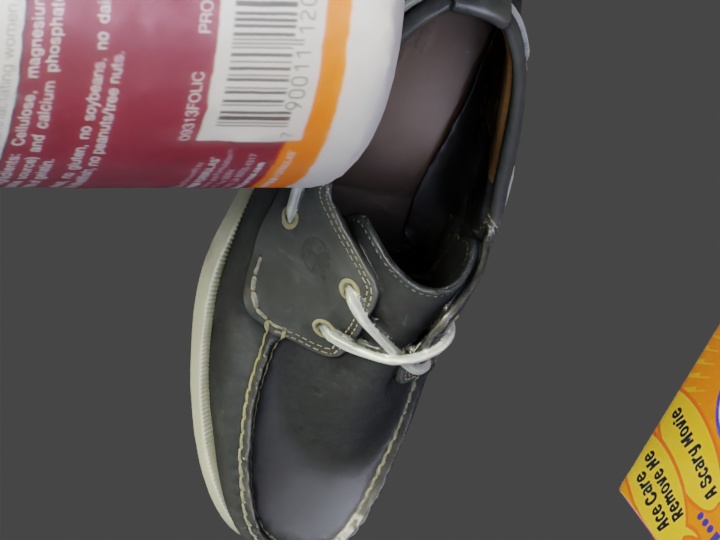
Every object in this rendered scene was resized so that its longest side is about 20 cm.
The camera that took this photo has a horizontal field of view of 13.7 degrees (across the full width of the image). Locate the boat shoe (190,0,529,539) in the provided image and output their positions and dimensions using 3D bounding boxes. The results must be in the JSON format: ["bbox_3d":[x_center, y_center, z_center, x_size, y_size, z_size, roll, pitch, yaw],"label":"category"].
[{"bbox_3d":[0.000,0.000,0.848,0.071,0.068,0.201,7,115,-23],"label":"boat shoe"}]

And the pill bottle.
[{"bbox_3d":[-0.099,-0.077,0.744,0.199,0.114,0.115,0,115,-20],"label":"pill bottle"}]

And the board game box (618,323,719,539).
[{"bbox_3d":[0.238,0.063,0.887,0.199,0.200,0.200,22,107,-28],"label":"board game box"}]
